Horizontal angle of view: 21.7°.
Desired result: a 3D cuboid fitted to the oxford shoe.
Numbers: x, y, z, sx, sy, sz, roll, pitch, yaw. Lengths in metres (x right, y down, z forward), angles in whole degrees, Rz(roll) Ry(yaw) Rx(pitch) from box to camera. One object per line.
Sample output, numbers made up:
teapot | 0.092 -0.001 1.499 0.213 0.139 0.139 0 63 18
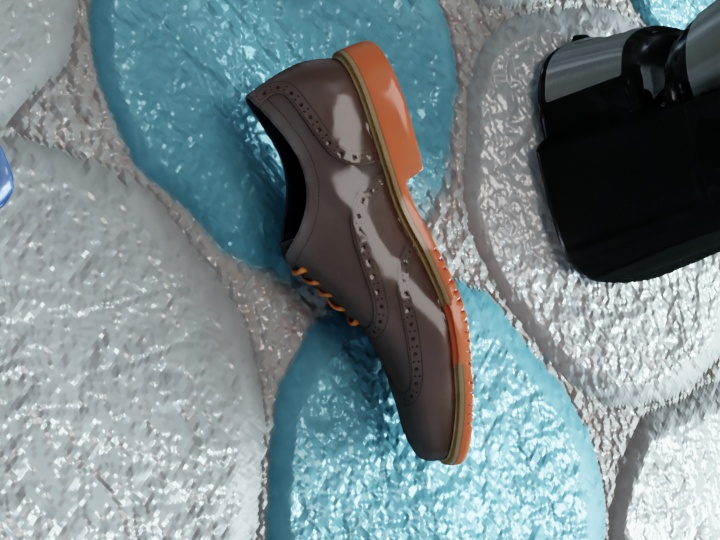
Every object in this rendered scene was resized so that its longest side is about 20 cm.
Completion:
oxford shoe | 0.000 0.000 0.873 0.072 0.071 0.201 -18 94 -15

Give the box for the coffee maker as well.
coffee maker | 0.195 -0.056 0.958 0.134 0.199 0.193 20 63 -34

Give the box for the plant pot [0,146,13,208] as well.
plant pot | -0.260 -0.043 0.558 0.200 0.179 0.201 -40 105 -42
